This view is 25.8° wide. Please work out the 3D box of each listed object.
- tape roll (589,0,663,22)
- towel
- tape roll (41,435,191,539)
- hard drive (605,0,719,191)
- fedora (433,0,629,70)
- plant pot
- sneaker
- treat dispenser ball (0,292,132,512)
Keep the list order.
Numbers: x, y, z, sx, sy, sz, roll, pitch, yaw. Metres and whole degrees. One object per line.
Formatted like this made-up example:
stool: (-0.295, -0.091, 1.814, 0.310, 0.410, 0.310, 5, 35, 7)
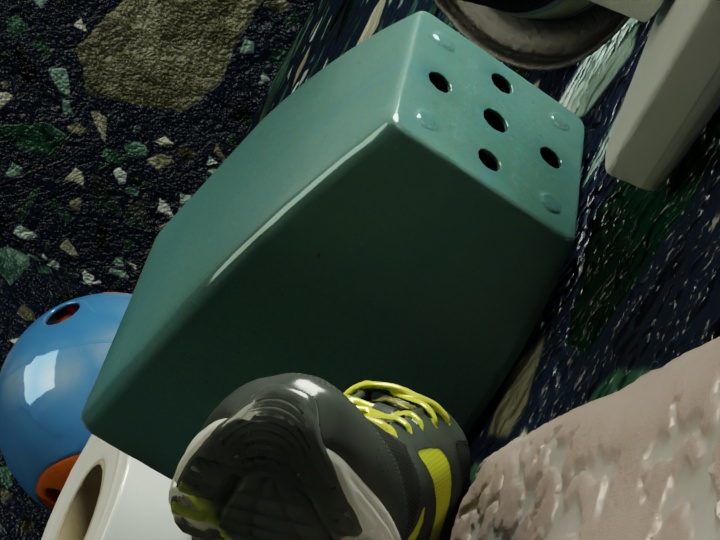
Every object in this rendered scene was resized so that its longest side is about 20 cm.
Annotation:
tape roll: (0.119, -0.185, 0.529, 0.203, 0.037, 0.204, 21, -90, -87)
towel: (0.048, 0.117, 0.419, 0.192, 0.032, 0.200, -68, 11, -23)
tape roll: (-0.184, 0.203, 1.182, 0.203, 0.070, 0.203, -55, 20, 31)
hard drive: (0.124, -0.116, 0.481, 0.200, 0.026, 0.133, 96, -164, -75)
fedora: (0.051, -0.182, 0.731, 0.200, 0.091, 0.202, 22, 117, 55)
plant pot: (0.000, 0.000, 0.684, 0.200, 0.141, 0.142, -48, 17, 37)
sneaker: (-0.006, 0.068, 0.523, 0.200, 0.074, 0.085, 74, -145, -63)
treat dispenser ball: (-0.215, 0.120, 1.359, 0.202, 0.200, 0.201, -61, 10, 18)
